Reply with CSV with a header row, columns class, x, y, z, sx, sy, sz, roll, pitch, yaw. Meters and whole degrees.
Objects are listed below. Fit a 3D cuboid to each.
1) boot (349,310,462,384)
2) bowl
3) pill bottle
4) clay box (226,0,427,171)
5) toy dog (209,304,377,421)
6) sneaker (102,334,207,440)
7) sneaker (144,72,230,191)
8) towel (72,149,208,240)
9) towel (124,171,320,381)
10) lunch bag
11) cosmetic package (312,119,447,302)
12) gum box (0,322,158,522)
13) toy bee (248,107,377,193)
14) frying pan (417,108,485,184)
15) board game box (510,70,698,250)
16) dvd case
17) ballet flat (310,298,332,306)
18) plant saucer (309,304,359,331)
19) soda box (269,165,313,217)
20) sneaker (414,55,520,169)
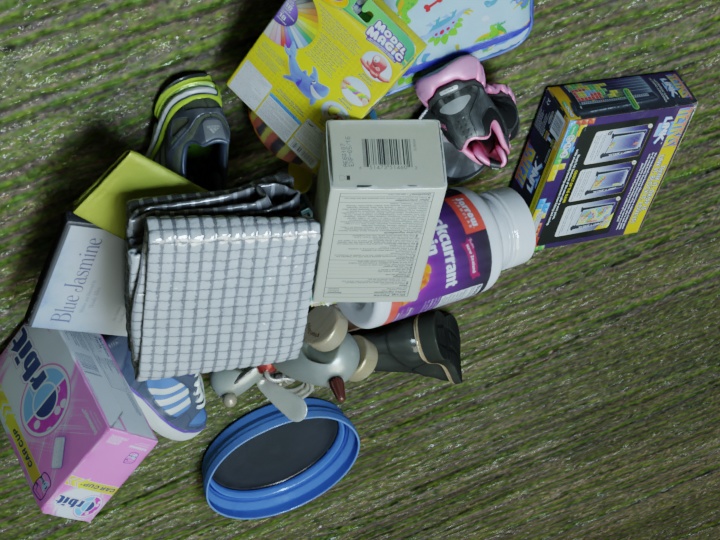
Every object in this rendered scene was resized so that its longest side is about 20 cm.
class,x,y,z,sx,sy,sz,roll,pitch,yaw
boot,0.041,0.093,1.900,0.137,0.078,0.200,-9,160,13
bowl,-0.100,0.227,1.982,0.200,0.039,0.201,-18,143,-14
pill bottle,0.073,-0.020,1.638,0.199,0.112,0.112,-18,144,-27
clay box,-0.026,-0.182,1.389,0.048,0.115,0.200,-46,-178,-39
toy dog,-0.071,0.118,1.765,0.131,0.097,0.200,23,139,-29
sneaker,-0.179,0.096,1.731,0.146,0.081,0.200,-31,139,12
sneaker,-0.164,-0.084,1.515,0.073,0.081,0.201,-9,141,-23
towel,-0.160,-0.044,1.488,0.086,0.018,0.200,-43,133,22
towel,-0.132,0.005,1.478,0.165,0.086,0.201,-5,137,-14
lunch bag,0.059,-0.242,1.465,0.199,0.083,0.161,-19,147,-9
cosmetic package,0.012,-0.049,1.449,0.103,0.073,0.200,0,152,-8
gum box,-0.291,0.132,1.609,0.114,0.200,0.066,-49,139,16
toy bee,-0.008,-0.108,1.531,0.199,0.109,0.131,3,152,-12
frying pan,0.069,-0.115,1.648,0.189,0.031,0.115,-31,135,-13
board game box,0.254,-0.117,1.767,0.164,0.057,0.201,-11,141,-25
dvd case,-0.205,0.010,1.555,0.199,0.018,0.143,7,133,-26
ballet flat,0.000,0.000,1.697,0.199,0.076,0.064,-2,169,-24
plant saucer,-0.004,-0.009,1.754,0.199,0.035,0.201,-18,144,-14
soda box,-0.138,-0.021,1.626,0.199,0.064,0.068,-28,144,0
sneaker,0.113,-0.132,1.540,0.079,0.096,0.200,-31,164,15
